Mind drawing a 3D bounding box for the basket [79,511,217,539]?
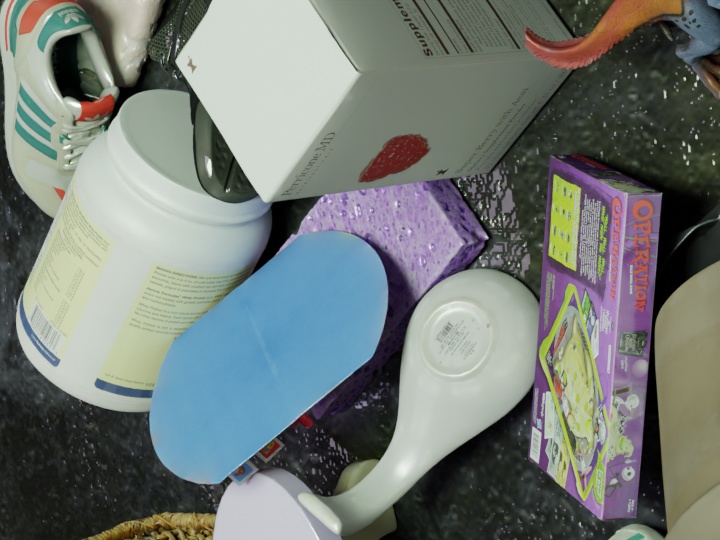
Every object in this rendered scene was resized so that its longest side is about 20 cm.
[{"bbox_3d":[-0.167,0.228,1.664,0.149,0.200,0.143,58,139,22],"label":"basket"}]

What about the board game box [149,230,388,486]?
[{"bbox_3d":[-0.053,0.064,1.552,0.200,0.039,0.158,-40,36,8],"label":"board game box"}]

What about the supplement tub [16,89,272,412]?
[{"bbox_3d":[-0.150,-0.014,1.651,0.145,0.145,0.200,49,128,29],"label":"supplement tub"}]

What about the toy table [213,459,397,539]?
[{"bbox_3d":[-0.011,0.225,1.569,0.184,0.117,0.200,0,98,45],"label":"toy table"}]

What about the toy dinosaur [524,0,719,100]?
[{"bbox_3d":[0.192,-0.159,1.268,0.182,0.200,0.105,70,-178,-67],"label":"toy dinosaur"}]

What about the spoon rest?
[{"bbox_3d":[0.043,0.087,1.501,0.099,0.061,0.200,40,92,28],"label":"spoon rest"}]

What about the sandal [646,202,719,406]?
[{"bbox_3d":[0.203,0.004,1.364,0.076,0.043,0.200,54,130,25],"label":"sandal"}]

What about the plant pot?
[{"bbox_3d":[0.240,0.087,1.255,0.200,0.200,0.174,-48,47,39],"label":"plant pot"}]

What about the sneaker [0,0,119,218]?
[{"bbox_3d":[-0.219,-0.114,1.727,0.093,0.070,0.200,36,138,48],"label":"sneaker"}]

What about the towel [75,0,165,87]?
[{"bbox_3d":[-0.198,-0.269,1.739,0.191,0.032,0.200,42,125,33],"label":"towel"}]

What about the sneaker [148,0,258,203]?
[{"bbox_3d":[-0.095,-0.127,1.604,0.114,0.076,0.200,-32,51,52],"label":"sneaker"}]

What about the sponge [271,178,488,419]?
[{"bbox_3d":[0.000,0.000,1.582,0.112,0.030,0.200,57,132,22],"label":"sponge"}]

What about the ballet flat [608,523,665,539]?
[{"bbox_3d":[0.143,0.250,1.452,0.069,0.069,0.200,32,119,38],"label":"ballet flat"}]

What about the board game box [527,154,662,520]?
[{"bbox_3d":[0.141,0.038,1.410,0.120,0.032,0.200,-133,45,-70],"label":"board game box"}]

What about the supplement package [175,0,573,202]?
[{"bbox_3d":[0.012,-0.131,1.425,0.120,0.200,0.121,58,132,23],"label":"supplement package"}]
